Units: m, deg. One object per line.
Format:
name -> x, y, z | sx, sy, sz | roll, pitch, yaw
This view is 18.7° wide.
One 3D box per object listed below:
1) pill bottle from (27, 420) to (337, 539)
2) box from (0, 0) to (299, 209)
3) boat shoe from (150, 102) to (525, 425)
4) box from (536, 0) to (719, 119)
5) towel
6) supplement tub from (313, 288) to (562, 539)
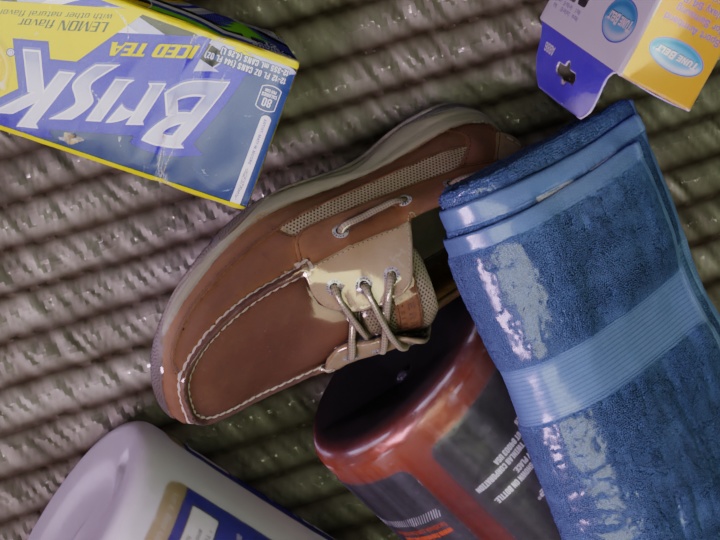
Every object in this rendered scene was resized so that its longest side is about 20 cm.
pill bottle -> -0.048, 0.165, 0.966 | 0.199, 0.120, 0.120 | 34, 98, -18
box -> -0.130, -0.093, 0.901 | 0.199, 0.064, 0.071 | 18, 103, -15
boat shoe -> 0.000, 0.000, 0.913 | 0.200, 0.072, 0.076 | -38, 136, -21
box -> 0.140, -0.153, 0.907 | 0.041, 0.119, 0.201 | 23, 102, -17
towel -> 0.108, 0.040, 0.910 | 0.111, 0.048, 0.201 | -29, 103, -34
supplement tub -> 0.078, 0.106, 0.980 | 0.107, 0.107, 0.200 | -43, 110, 4
